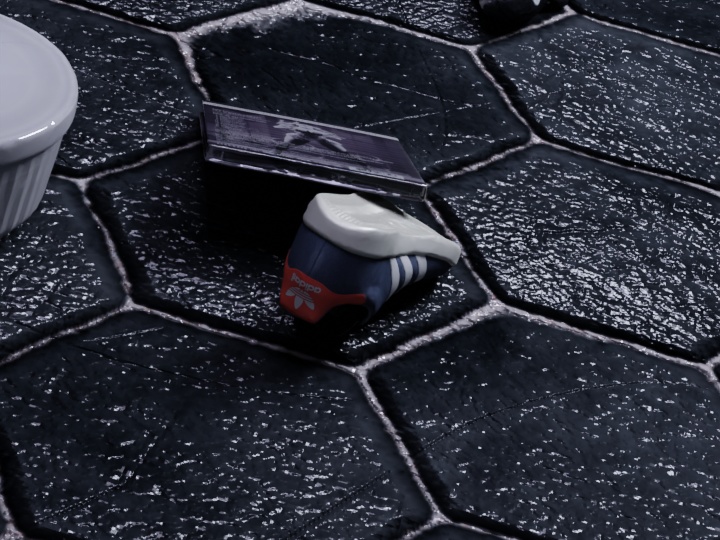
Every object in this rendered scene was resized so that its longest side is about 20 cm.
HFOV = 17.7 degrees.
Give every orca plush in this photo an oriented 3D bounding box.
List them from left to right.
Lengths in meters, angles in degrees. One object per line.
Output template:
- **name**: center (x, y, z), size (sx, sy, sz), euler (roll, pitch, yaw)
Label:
- **orca plush**: center (0.147, -0.254, 1.989), size (0.105, 0.071, 0.200), euler (-29, 24, 15)

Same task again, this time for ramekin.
- **ramekin**: center (-0.287, -0.093, 1.496), size (0.201, 0.095, 0.203), euler (10, 32, -7)

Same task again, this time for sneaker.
- **sneaker**: center (0.000, 0.000, 1.501), size (0.075, 0.085, 0.200), euler (31, 10, 22)

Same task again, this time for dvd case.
- **dvd case**: center (-0.038, -0.084, 1.601), size (0.148, 0.016, 0.200), euler (10, 12, -7)
